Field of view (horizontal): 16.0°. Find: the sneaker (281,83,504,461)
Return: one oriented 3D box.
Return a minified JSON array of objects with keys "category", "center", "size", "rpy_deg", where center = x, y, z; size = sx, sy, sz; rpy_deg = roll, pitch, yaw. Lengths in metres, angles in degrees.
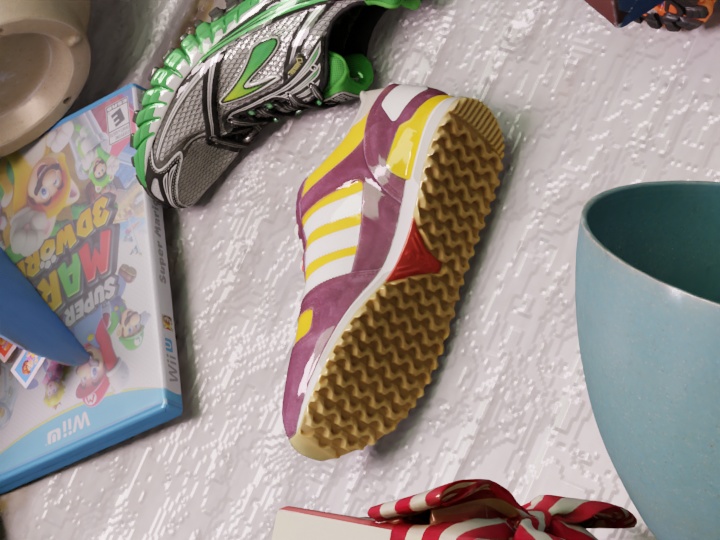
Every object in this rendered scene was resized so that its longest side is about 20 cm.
[{"category":"sneaker","center":[0.000,0.000,1.304],"size":[0.090,0.075,0.200],"rpy_deg":[14,74,45]}]

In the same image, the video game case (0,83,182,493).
[{"category":"video game case","center":[-0.166,0.010,1.431],"size":[0.143,0.018,0.201],"rpy_deg":[-24,60,30]}]

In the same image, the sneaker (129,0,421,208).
[{"category":"sneaker","center":[-0.048,-0.106,1.369],"size":[0.085,0.078,0.200],"rpy_deg":[47,111,16]}]

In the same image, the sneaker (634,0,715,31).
[{"category":"sneaker","center":[0.108,-0.185,1.306],"size":[0.200,0.075,0.079],"rpy_deg":[25,78,30]}]

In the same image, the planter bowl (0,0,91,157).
[{"category":"planter bowl","center":[-0.232,-0.145,1.439],"size":[0.200,0.200,0.135],"rpy_deg":[-42,61,13]}]

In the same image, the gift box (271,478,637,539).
[{"category":"gift box","center":[0.077,0.190,1.109],"size":[0.199,0.184,0.187],"rpy_deg":[5,84,32]}]

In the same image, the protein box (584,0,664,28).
[{"category":"protein box","center":[0.132,-0.260,1.224],"size":[0.198,0.135,0.200],"rpy_deg":[-33,52,-14]}]

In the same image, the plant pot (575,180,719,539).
[{"category":"plant pot","center":[0.182,0.056,1.096],"size":[0.200,0.200,0.135],"rpy_deg":[23,113,38]}]

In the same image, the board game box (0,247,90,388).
[{"category":"board game box","center":[-0.237,-0.001,1.374],"size":[0.039,0.158,0.200],"rpy_deg":[-51,50,7]}]
